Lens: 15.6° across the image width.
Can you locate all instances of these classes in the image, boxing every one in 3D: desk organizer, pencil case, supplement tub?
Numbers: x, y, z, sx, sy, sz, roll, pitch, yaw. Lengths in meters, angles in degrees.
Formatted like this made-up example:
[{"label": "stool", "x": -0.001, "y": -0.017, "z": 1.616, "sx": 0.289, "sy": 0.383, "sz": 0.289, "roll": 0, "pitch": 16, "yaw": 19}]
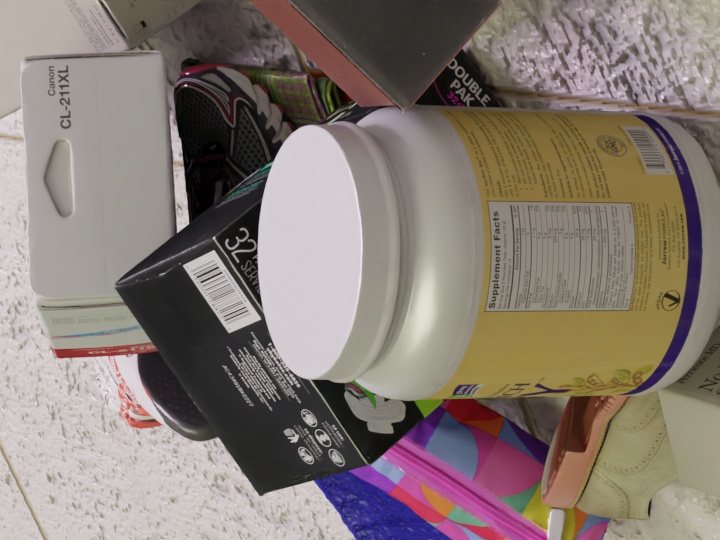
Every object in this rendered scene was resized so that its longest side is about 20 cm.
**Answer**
[{"label": "desk organizer", "x": -0.037, "y": -0.166, "z": 1.234, "sx": 0.200, "sy": 0.072, "sz": 0.077, "roll": 43, "pitch": 171, "yaw": -13}, {"label": "pencil case", "x": 0.060, "y": 0.116, "z": 1.543, "sx": 0.200, "sy": 0.088, "sz": 0.088, "roll": 32, "pitch": 147, "yaw": -1}, {"label": "supplement tub", "x": 0.064, "y": -0.009, "z": 1.303, "sx": 0.145, "sy": 0.199, "sz": 0.146, "roll": 180, "pitch": 90, "yaw": -65}]

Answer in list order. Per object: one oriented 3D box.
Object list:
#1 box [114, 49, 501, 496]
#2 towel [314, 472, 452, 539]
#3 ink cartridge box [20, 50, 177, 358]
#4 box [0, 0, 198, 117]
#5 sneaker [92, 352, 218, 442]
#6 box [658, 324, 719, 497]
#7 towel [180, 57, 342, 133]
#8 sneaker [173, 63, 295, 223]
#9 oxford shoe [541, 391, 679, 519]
[{"label": "box", "x": 0.000, "y": 0.000, "z": 1.426, "sx": 0.149, "sy": 0.200, "sz": 0.124, "roll": 56, "pitch": 147, "yaw": -8}, {"label": "towel", "x": 0.000, "y": 0.105, "z": 1.655, "sx": 0.200, "sy": 0.050, "sz": 0.148, "roll": 52, "pitch": 152, "yaw": -17}, {"label": "ink cartridge box", "x": -0.149, "y": -0.034, "z": 1.538, "sx": 0.200, "sy": 0.083, "sz": 0.146, "roll": 115, "pitch": 152, "yaw": -80}, {"label": "box", "x": -0.173, "y": -0.157, "z": 1.585, "sx": 0.068, "sy": 0.082, "sz": 0.200, "roll": 57, "pitch": 147, "yaw": -10}, {"label": "sneaker", "x": -0.128, "y": 0.074, "z": 1.765, "sx": 0.201, "sy": 0.067, "sz": 0.108, "roll": 48, "pitch": 156, "yaw": 43}, {"label": "box", "x": 0.252, "y": 0.085, "z": 1.310, "sx": 0.200, "sy": 0.082, "sz": 0.069, "roll": 15, "pitch": 135, "yaw": 42}, {"label": "towel", "x": -0.034, "y": -0.038, "z": 1.602, "sx": 0.143, "sy": 0.023, "sz": 0.200, "roll": 8, "pitch": 128, "yaw": 49}, {"label": "sneaker", "x": -0.074, "y": -0.023, "z": 1.546, "sx": 0.081, "sy": 0.075, "sz": 0.201, "roll": -10, "pitch": 93, "yaw": 50}, {"label": "oxford shoe", "x": 0.162, "y": 0.068, "z": 1.441, "sx": 0.074, "sy": 0.071, "sz": 0.200, "roll": 18, "pitch": 142, "yaw": -5}]
